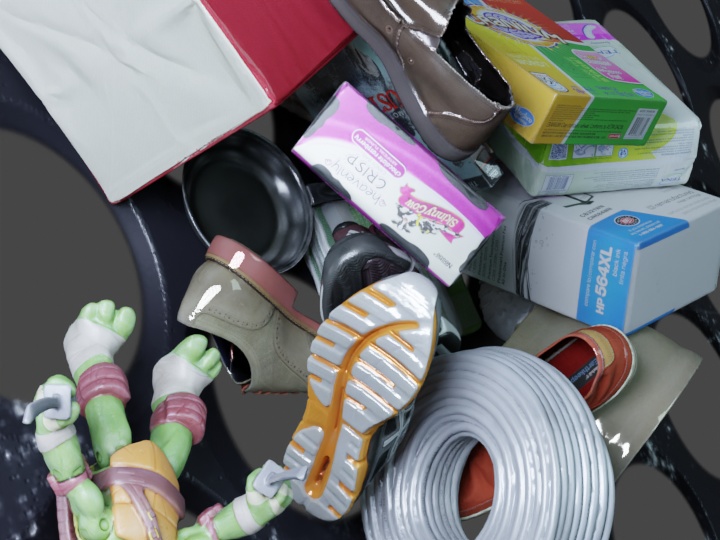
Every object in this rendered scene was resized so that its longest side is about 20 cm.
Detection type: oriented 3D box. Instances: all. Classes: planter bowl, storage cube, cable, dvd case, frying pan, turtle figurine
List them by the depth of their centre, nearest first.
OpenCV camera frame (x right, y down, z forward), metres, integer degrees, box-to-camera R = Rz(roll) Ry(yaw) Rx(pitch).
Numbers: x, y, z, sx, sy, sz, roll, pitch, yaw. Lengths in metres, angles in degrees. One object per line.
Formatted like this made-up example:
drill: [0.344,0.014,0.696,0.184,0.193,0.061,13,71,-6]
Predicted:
turtle figurine: [-0.110,0.089,0.862,0.195,0.142,0.202,-103,-168,-51]
storage cube: [-0.117,-0.183,1.018,0.172,0.199,0.180,55,40,-13]
cable: [0.083,0.152,1.057,0.069,0.199,0.202,11,56,-39]
frying pan: [-0.064,-0.066,1.129,0.116,0.031,0.190,56,45,-5]
dvd case: [0.006,-0.135,1.155,0.201,0.145,0.022,51,61,-18]
planter bowl: [0.164,0.110,1.229,0.134,0.201,0.200,38,32,10]

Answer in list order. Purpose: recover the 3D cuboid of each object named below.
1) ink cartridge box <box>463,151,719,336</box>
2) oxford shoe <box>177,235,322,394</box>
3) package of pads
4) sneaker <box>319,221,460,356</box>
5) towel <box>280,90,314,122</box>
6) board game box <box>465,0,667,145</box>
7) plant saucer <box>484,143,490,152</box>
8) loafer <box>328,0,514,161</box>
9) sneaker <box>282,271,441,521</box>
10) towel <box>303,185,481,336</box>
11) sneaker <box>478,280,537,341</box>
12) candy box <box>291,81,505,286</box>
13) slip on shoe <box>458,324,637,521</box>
ink cartridge box: [0.178,-0.033,1.248,0.145,0.199,0.085,-22,125,-44]
oxford shoe: [-0.059,0.060,1.066,0.075,0.070,0.200,-54,127,-14]
package of pads: [0.173,-0.138,1.264,0.153,0.069,0.201,-6,37,-21]
sneaker: [0.000,0.000,1.080,0.116,0.075,0.200,60,3,30]
towel: [-0.019,-0.172,1.289,0.199,0.034,0.134,23,50,-45]
board game box: [0.112,-0.163,1.143,0.152,0.041,0.200,-5,38,-49]
plant saucer: [0.072,-0.139,1.354,0.200,0.029,0.202,49,31,-44]
loafer: [0.039,-0.171,0.988,0.201,0.071,0.073,55,40,-13]
sneaker: [0.007,0.076,1.023,0.078,0.201,0.077,38,37,16]
towel: [0.021,-0.002,1.240,0.199,0.030,0.151,-10,79,-58]
sneaker: [0.161,-0.002,1.391,0.081,0.076,0.201,54,35,-31]
candy box: [0.028,-0.058,1.047,0.136,0.061,0.200,41,5,1]
slip on shoe: [0.117,0.111,1.123,0.061,0.200,0.074,15,37,-58]
